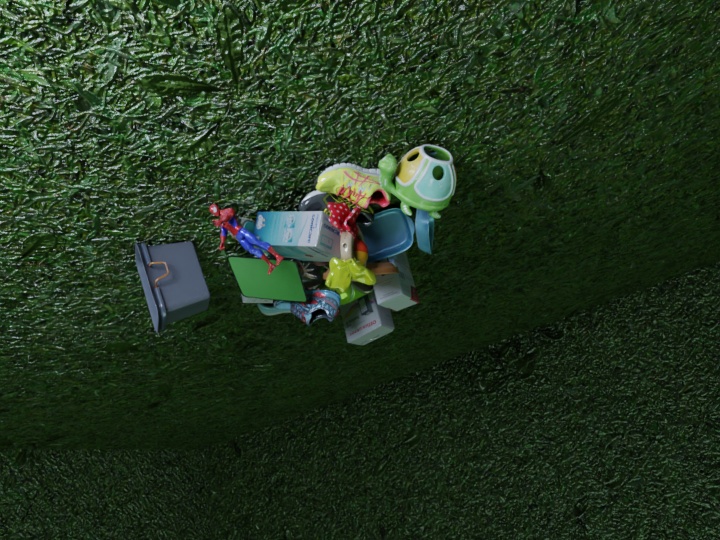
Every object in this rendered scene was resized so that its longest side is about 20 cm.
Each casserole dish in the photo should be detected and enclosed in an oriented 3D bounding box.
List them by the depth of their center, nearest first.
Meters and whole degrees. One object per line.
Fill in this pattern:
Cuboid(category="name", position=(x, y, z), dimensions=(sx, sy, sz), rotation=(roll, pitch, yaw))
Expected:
Cuboid(category="casserole dish", position=(0.172, -0.125, 1.441), dimensions=(0.038, 0.124, 0.201), rotation=(3, 159, 12))
Cuboid(category="casserole dish", position=(0.050, -0.094, 1.461), dimensions=(0.196, 0.124, 0.039), rotation=(-19, -167, 6))

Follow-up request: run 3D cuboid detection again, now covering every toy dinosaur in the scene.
Cuboid(category="toy dinosaur", position=(-0.107, -0.041, 1.404), dimensions=(0.197, 0.139, 0.085), rotation=(-8, 154, 39))

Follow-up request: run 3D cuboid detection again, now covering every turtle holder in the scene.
Cuboid(category="turtle holder", position=(0.132, -0.217, 1.231), dimensions=(0.182, 0.142, 0.133), rotation=(25, 130, 1))

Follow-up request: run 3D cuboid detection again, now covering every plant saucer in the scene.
Cuboid(category="plant saucer", position=(0.000, 0.000, 1.399), dimensions=(0.195, 0.033, 0.200), rotation=(-6, 179, 0))

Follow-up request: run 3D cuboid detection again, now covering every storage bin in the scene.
Cuboid(category="storage bin", position=(-0.447, 0.021, 1.300), dimensions=(0.132, 0.203, 0.146), rotation=(-15, 160, -28))

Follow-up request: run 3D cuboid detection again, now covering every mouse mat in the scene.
Cuboid(category="mouse mat", position=(-0.242, 0.024, 1.427), dimensions=(0.195, 0.008, 0.163), rotation=(5, 137, 14))

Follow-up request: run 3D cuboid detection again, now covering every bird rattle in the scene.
Cuboid(category="bird rattle", position=(-0.026, -0.050, 1.233), dimensions=(0.110, 0.205, 0.163), rotation=(-13, 165, 12))

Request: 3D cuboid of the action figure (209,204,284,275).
Cuboid(category="action figure", position=(-0.273, -0.064, 1.214), dimensions=(0.065, 0.200, 0.099), rotation=(-40, -171, 37))

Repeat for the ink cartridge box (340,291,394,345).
Cuboid(category="ink cartridge box", position=(0.013, 0.120, 1.758), dimensions=(0.144, 0.204, 0.087), rotation=(-29, 153, 30))

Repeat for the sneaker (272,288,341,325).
Cuboid(category="sneaker", position=(-0.155, 0.102, 1.512), dimensions=(0.195, 0.097, 0.080), rotation=(-1, 149, 12))

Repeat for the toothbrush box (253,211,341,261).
Cuboid(category="toothbrush box", position=(-0.136, -0.079, 1.296), dimensions=(0.196, 0.087, 0.146), rotation=(2, 167, 31))

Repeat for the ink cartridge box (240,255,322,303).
Cuboid(category="ink cartridge box", position=(-0.230, 0.025, 1.560), dimensions=(0.197, 0.089, 0.145), rotation=(2, 150, -37))

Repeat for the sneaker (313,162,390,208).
Cuboid(category="sneaker", position=(-0.010, -0.185, 1.234), dimensions=(0.196, 0.092, 0.078), rotation=(-2, 155, -26))

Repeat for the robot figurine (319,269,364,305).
Cuboid(category="robot figurine", position=(-0.036, 0.032, 1.622), dimensions=(0.173, 0.118, 0.198), rotation=(-2, -165, 45))

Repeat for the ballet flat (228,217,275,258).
Cuboid(category="ballet flat", position=(-0.258, -0.082, 1.353), dimensions=(0.063, 0.077, 0.200), rotation=(8, 163, 28))

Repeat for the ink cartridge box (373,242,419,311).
Cuboid(category="ink cartridge box", position=(0.086, -0.001, 1.553), dimensions=(0.081, 0.204, 0.145), rotation=(-21, 160, 21))

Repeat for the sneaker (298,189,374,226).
Cuboid(category="sneaker", position=(-0.049, -0.146, 1.301), dimensions=(0.195, 0.086, 0.075), rotation=(-6, 154, -22))

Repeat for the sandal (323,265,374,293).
Cuboid(category="sandal", position=(-0.035, -0.013, 1.515), dimensions=(0.081, 0.199, 0.057), rotation=(-56, -176, -10))

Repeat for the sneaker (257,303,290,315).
Cuboid(category="sneaker", position=(-0.234, 0.094, 1.726), dimensions=(0.196, 0.075, 0.082), rotation=(-18, 160, 2))
